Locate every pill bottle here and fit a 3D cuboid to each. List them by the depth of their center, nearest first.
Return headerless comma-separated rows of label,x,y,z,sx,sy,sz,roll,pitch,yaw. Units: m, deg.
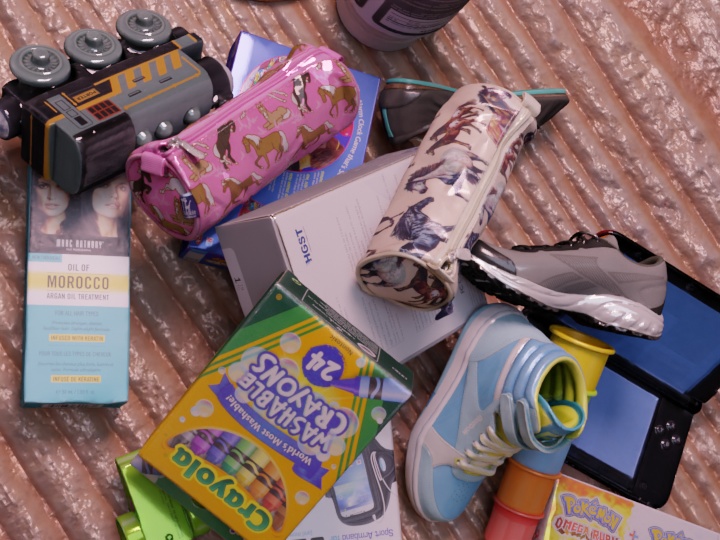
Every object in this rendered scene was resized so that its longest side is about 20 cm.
pill bottle,0.051,-0.272,0.996,0.115,0.200,0.116,4,78,-18

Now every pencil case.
pencil case,0.074,-0.060,0.901,0.078,0.089,0.200,53,54,-37
pencil case,-0.089,-0.106,0.916,0.200,0.086,0.083,-39,102,-31

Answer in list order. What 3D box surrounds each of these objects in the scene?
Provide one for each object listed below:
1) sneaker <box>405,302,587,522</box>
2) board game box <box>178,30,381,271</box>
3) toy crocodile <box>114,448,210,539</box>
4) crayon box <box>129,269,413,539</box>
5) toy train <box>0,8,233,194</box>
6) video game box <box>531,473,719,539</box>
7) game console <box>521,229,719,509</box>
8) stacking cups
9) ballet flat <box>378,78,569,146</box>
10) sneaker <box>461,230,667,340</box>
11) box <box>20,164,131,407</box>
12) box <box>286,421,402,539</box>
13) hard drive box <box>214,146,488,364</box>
sneaker,0.114,0.138,0.942,0.079,0.130,0.201,10,104,-36
board game box,-0.068,-0.092,1.001,0.134,0.045,0.201,16,74,-16
toy crocodile,-0.142,0.235,0.905,0.067,0.062,0.201,-24,83,-23
crayon box,-0.071,0.118,0.844,0.126,0.052,0.200,39,103,-4
toy train,-0.194,-0.137,0.917,0.114,0.085,0.200,40,47,19
video game box,0.230,0.299,1.025,0.199,0.047,0.183,22,70,-14
game console,0.243,0.094,1.030,0.200,0.119,0.173,30,65,-11
stacking cups,0.160,0.150,0.995,0.060,0.061,0.201,14,101,-16
ballet flat,0.105,-0.138,1.061,0.199,0.068,0.069,-1,94,-25
sneaker,0.169,0.000,0.963,0.199,0.074,0.080,15,88,-17
box,-0.228,0.009,0.922,0.082,0.049,0.201,2,78,-19
box,-0.029,0.183,0.962,0.119,0.041,0.201,-1,82,-20
hard drive box,0.000,0.000,0.939,0.200,0.077,0.157,-26,103,-41
